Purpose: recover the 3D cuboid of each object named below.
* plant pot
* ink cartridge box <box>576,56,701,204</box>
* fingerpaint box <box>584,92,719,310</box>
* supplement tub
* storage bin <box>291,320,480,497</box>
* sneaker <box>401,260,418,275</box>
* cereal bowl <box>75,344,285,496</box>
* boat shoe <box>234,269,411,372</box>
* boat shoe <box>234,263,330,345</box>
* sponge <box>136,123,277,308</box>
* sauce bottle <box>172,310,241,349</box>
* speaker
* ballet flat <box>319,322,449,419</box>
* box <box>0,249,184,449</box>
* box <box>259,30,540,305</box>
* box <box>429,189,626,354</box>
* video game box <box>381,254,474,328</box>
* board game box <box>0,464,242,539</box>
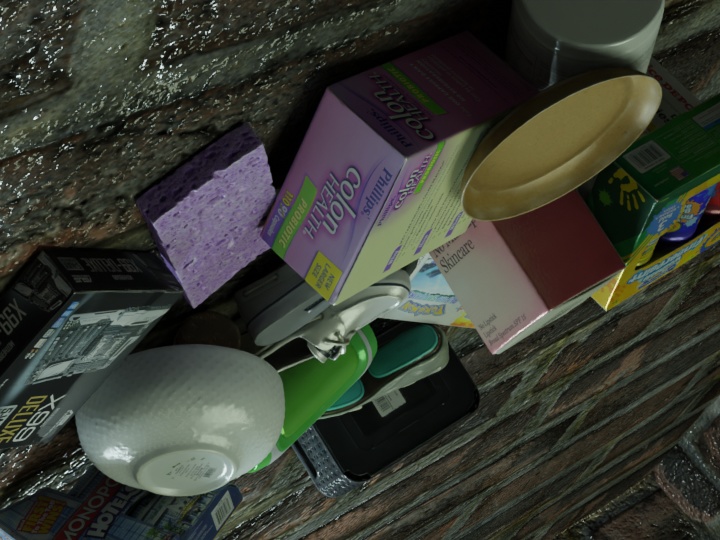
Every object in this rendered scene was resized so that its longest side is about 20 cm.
[{"bbox_3d":[0.168,-0.113,1.467,0.200,0.028,0.200,-27,159,-11],"label":"plant pot"},{"bbox_3d":[0.243,-0.139,1.724,0.200,0.145,0.084,-26,153,-34],"label":"ink cartridge box"},{"bbox_3d":[0.309,-0.072,1.663,0.200,0.073,0.167,-28,152,-31],"label":"fingerpaint box"},{"bbox_3d":[0.196,-0.202,1.520,0.132,0.132,0.200,-34,161,-15],"label":"supplement tub"},{"bbox_3d":[0.019,0.154,1.952,0.200,0.135,0.094,-29,174,-27],"label":"storage bin"},{"bbox_3d":[0.000,0.000,1.700,0.082,0.073,0.200,-23,153,-28],"label":"sneaker"},{"bbox_3d":[-0.166,0.153,1.588,0.200,0.083,0.200,-6,146,-4],"label":"cereal bowl"},{"bbox_3d":[-0.040,0.058,1.666,0.200,0.066,0.072,-19,150,10],"label":"boat shoe"},{"bbox_3d":[-0.034,-0.010,1.614,0.200,0.070,0.071,-35,159,13],"label":"boat shoe"},{"bbox_3d":[-0.122,-0.043,1.442,0.112,0.030,0.200,-37,160,-10],"label":"sponge"},{"bbox_3d":[-0.165,0.116,1.666,0.066,0.066,0.200,-28,157,-30],"label":"sauce bottle"},{"bbox_3d":[-0.071,0.121,1.771,0.200,0.088,0.088,-42,166,-35],"label":"speaker"},{"bbox_3d":[0.007,0.123,1.866,0.200,0.067,0.064,-24,145,-2],"label":"ballet flat"},{"bbox_3d":[-0.260,0.068,1.403,0.200,0.050,0.158,-46,160,19],"label":"box"},{"bbox_3d":[0.035,-0.092,1.477,0.200,0.097,0.176,-30,155,-45],"label":"box"},{"bbox_3d":[0.139,-0.042,1.639,0.109,0.200,0.128,-27,170,-30],"label":"box"},{"bbox_3d":[0.120,-0.015,1.823,0.200,0.047,0.182,7,135,-35],"label":"video game box"},{"bbox_3d":[-0.254,0.251,1.672,0.200,0.200,0.062,-53,145,-36],"label":"board game box"}]
